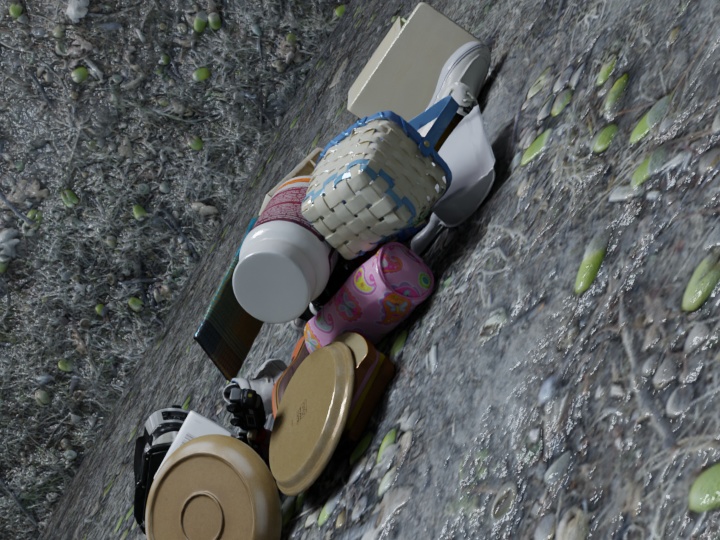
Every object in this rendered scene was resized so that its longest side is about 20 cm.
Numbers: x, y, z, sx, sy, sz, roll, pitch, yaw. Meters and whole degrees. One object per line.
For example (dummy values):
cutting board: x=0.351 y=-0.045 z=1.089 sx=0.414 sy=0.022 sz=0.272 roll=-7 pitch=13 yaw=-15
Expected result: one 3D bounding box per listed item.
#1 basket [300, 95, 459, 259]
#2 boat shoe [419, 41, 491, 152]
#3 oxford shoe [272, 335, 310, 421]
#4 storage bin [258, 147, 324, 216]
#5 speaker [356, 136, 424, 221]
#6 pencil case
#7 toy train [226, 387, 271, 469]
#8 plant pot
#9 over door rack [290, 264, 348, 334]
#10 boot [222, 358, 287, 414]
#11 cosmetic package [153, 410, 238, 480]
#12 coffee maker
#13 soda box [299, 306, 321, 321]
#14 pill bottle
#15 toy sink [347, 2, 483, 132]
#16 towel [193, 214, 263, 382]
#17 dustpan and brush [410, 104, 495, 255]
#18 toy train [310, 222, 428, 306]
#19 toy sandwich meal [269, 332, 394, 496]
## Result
basket: x=0.026 y=-0.118 z=1.427 sx=0.176 sy=0.139 sz=0.201 roll=-29 pitch=25 yaw=45
boat shoe: x=0.132 y=-0.223 z=1.639 sx=0.070 sy=0.071 sz=0.201 roll=26 pitch=80 yaw=49
oxford shoe: x=-0.060 y=0.137 z=1.528 sx=0.072 sy=0.071 sz=0.201 roll=-39 pitch=24 yaw=36
storage bin: x=-0.095 y=-0.060 z=1.858 sx=0.199 sy=0.093 sz=0.201 roll=-51 pitch=-12 yaw=-53
speaker: x=0.010 y=-0.101 z=1.573 sx=0.198 sy=0.082 sz=0.081 roll=-25 pitch=23 yaw=13
pencil case: x=0.006 y=0.047 z=1.448 sx=0.200 sy=0.087 sz=0.088 roll=-46 pitch=18 yaw=46
toy train: x=-0.129 y=0.212 z=1.478 sx=0.201 sy=0.045 sz=0.034 roll=84 pitch=-170 yaw=-48
plant pot: x=-0.184 y=0.297 z=1.416 sx=0.201 sy=0.200 sz=0.027 roll=-56 pitch=-28 yaw=11
over door rack: x=0.000 y=0.000 z=1.634 sx=0.200 sy=0.067 sz=0.148 roll=-51 pitch=7 yaw=-34
boot: x=-0.150 y=0.166 z=1.689 sx=0.200 sy=0.094 sz=0.075 roll=174 pitch=95 yaw=-73
cosmetic package: x=-0.193 y=0.257 z=1.569 sx=0.103 sy=0.073 sz=0.200 roll=-61 pitch=-16 yaw=-8
coffee maker: x=-0.304 y=0.329 z=1.849 sx=0.194 sy=0.134 sz=0.200 roll=-59 pitch=13 yaw=2
soda box: x=-0.097 y=0.011 z=1.691 sx=0.064 sy=0.070 sz=0.200 roll=-64 pitch=-26 yaw=-14
pill bottle: x=-0.083 y=-0.026 z=1.455 sx=0.114 sy=0.114 sz=0.201 roll=-50 pitch=8 yaw=30
toy sink: x=0.087 y=-0.306 z=1.820 sx=0.201 sy=0.129 sz=0.112 roll=-54 pitch=14 yaw=21
towel: x=-0.165 y=0.040 z=1.675 sx=0.202 sy=0.021 sz=0.147 roll=-64 pitch=-26 yaw=-23
dustpan and brush: x=0.107 y=-0.089 z=1.468 sx=0.200 sy=0.057 sz=0.140 roll=-45 pitch=30 yaw=26
toy train: x=0.013 y=-0.021 z=1.522 sx=0.199 sy=0.034 sz=0.046 roll=-38 pitch=3 yaw=-22
toy sandwich meal: x=-0.037 y=0.171 z=1.388 sx=0.205 sy=0.070 sz=0.207 roll=-50 pitch=27 yaw=37
